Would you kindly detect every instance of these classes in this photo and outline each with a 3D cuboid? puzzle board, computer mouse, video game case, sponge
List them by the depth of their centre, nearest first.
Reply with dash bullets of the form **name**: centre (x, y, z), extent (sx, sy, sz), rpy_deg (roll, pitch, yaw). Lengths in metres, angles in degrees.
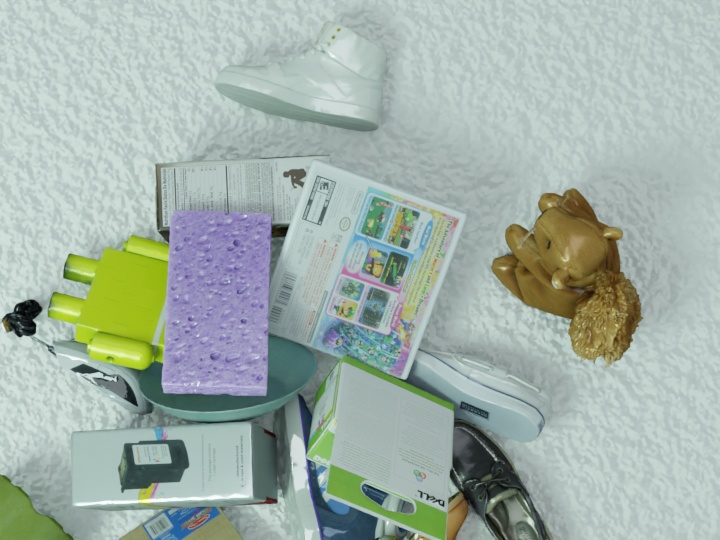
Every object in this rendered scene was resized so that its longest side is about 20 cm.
- **sponge**: centre (-0.152, 0.033, 1.447), extent (0.111, 0.030, 0.201), rpy_deg (1, 68, -2)
- **puzzle board**: centre (-0.219, 0.345, 1.496), extent (0.199, 0.017, 0.151), rpy_deg (-32, 53, -17)
- **video game case**: centre (0.000, 0.000, 1.498), extent (0.181, 0.024, 0.201), rpy_deg (19, 100, -6)
- **computer mouse**: centre (-0.314, 0.095, 1.542), extent (0.199, 0.110, 0.044), rpy_deg (33, 91, -5)

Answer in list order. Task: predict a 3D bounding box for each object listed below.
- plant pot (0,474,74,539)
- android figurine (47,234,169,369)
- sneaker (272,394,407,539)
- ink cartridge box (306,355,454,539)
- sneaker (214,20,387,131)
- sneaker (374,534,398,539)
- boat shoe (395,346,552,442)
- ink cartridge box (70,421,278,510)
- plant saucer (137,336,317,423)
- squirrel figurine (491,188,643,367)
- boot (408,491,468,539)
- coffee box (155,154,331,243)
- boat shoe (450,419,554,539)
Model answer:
- **plant pot**: centre (-0.416, 0.330, 1.473), extent (0.200, 0.200, 0.190), rpy_deg (41, 71, 5)
- **android figurine**: centre (-0.246, 0.039, 1.535), extent (0.199, 0.041, 0.183), rpy_deg (14, 47, -1)
- **sneaker**: centre (-0.014, 0.228, 1.542), extent (0.146, 0.081, 0.201), rpy_deg (-5, 69, -19)
- **ink cartridge box**: centre (0.019, 0.209, 1.461), extent (0.147, 0.076, 0.201), rpy_deg (25, 39, -14)
- **sneaker**: centre (-0.067, -0.241, 1.602), extent (0.199, 0.074, 0.116), rpy_deg (11, 80, -9)
- **sneaker**: centre (-0.001, 0.384, 1.471), extent (0.087, 0.076, 0.201), rpy_deg (7, 91, 25)
- **boat shoe**: centre (0.124, 0.129, 1.558), extent (0.199, 0.074, 0.065), rpy_deg (27, 50, 10)
- **ink cartridge box**: centre (-0.200, 0.217, 1.483), extent (0.199, 0.146, 0.083), rpy_deg (-4, 78, 7)
- **plant saucer**: centre (-0.145, 0.128, 1.501), extent (0.200, 0.201, 0.039), rpy_deg (-5, 111, -1)
- **squirrel figurine**: centre (0.252, 0.002, 1.510), extent (0.141, 0.187, 0.200), rpy_deg (-35, 84, -5)
- **boot**: centre (0.105, 0.364, 1.509), extent (0.155, 0.077, 0.201), rpy_deg (34, 89, 10)
- **coffee box**: centre (-0.130, -0.080, 1.554), extent (0.199, 0.113, 0.080), rpy_deg (-3, 84, 0)
- **boat shoe**: centre (0.157, 0.255, 1.536), extent (0.072, 0.065, 0.201), rpy_deg (-32, 83, -3)
